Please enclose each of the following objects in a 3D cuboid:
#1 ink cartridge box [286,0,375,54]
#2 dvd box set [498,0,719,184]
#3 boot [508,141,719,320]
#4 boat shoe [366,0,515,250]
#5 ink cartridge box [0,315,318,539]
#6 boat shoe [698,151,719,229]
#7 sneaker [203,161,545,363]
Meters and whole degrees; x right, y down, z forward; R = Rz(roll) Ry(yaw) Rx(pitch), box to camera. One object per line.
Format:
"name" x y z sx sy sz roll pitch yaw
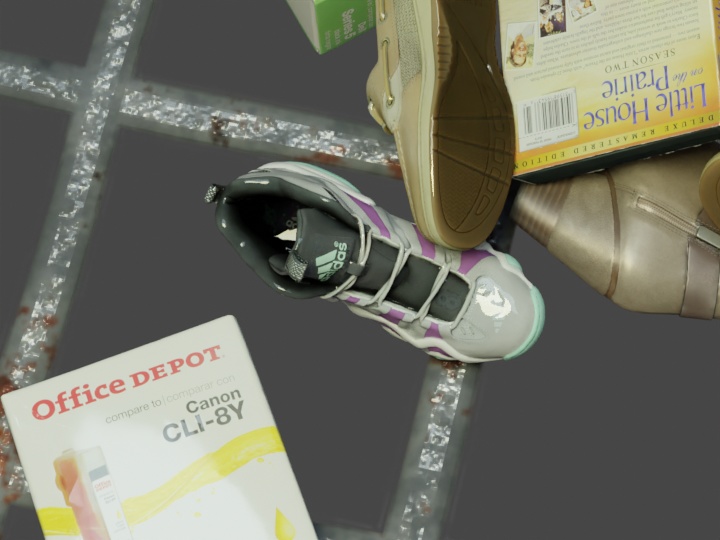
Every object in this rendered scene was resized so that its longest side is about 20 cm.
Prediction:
"ink cartridge box" 0.027 -0.247 1.749 0.200 0.084 0.146 -27 71 -8
"dvd box set" 0.144 -0.160 1.623 0.146 0.029 0.200 -14 73 37
"boot" 0.181 -0.067 1.686 0.146 0.070 0.200 22 72 4
"boat shoe" 0.040 -0.103 1.635 0.065 0.072 0.200 -18 69 42
"ink cartridge box" -0.103 0.145 1.599 0.145 0.083 0.200 -19 69 -5
"boat shoe" 0.286 -0.029 1.644 0.200 0.071 0.065 24 45 -12
"sneaker" 0.000 0.000 1.616 0.200 0.140 0.078 23 99 16
